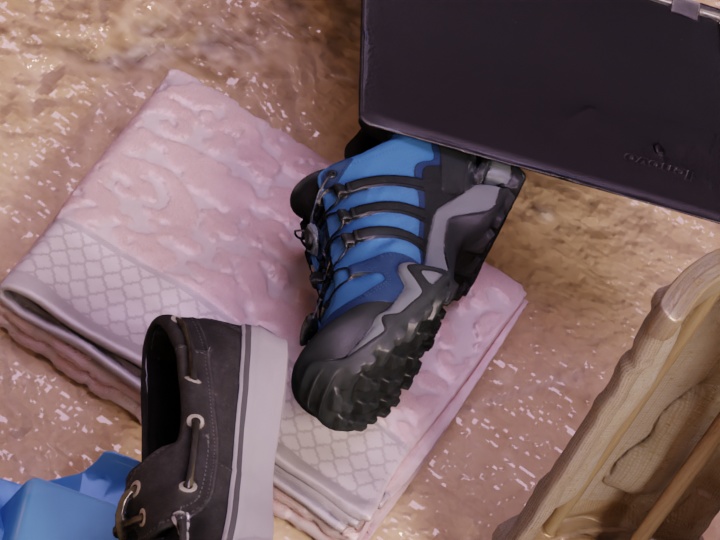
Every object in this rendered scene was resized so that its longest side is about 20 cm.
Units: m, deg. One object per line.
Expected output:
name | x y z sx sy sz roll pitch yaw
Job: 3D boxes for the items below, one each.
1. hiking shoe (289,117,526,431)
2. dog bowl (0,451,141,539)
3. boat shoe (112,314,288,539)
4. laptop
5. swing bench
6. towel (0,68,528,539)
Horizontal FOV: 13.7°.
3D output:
hiking shoe | 0.000 0.000 1.303 0.086 0.075 0.200 28 33 5
dog bowl | -0.150 0.112 1.168 0.199 0.050 0.112 21 44 -11
boat shoe | -0.067 0.092 1.153 0.056 0.069 0.200 17 38 -10
laptop | 0.069 -0.093 1.444 0.186 0.200 0.116 15 83 -16
swing bench | 0.178 0.111 1.236 0.200 0.199 0.130 43 44 13
towel | -0.042 0.012 1.334 0.200 0.032 0.191 33 43 2
